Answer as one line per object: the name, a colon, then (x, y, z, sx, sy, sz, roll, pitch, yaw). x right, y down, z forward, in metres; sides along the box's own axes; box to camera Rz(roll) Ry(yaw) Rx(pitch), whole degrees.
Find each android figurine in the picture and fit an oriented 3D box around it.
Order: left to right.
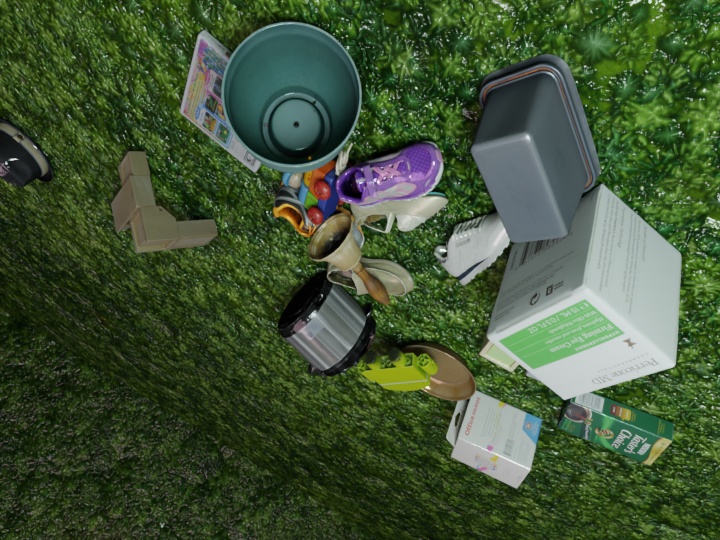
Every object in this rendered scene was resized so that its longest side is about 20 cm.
android figurine: (0.087, 0.226, 1.235, 0.176, 0.042, 0.200, -12, 147, 26)

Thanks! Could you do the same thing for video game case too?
video game case: (-0.229, -0.290, 0.976, 0.180, 0.024, 0.200, 38, 145, -7)

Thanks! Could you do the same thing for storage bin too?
storage bin: (0.213, -0.142, 0.718, 0.142, 0.136, 0.203, -5, 131, 40)

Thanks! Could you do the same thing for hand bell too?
hand bell: (0.000, 0.000, 1.031, 0.102, 0.106, 0.200, -7, 137, 41)

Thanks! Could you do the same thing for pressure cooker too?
pressure cooker: (-0.069, 0.134, 1.229, 0.200, 0.181, 0.174, 44, 140, -17)

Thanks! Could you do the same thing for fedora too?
fedora: (-0.911, -0.291, 1.433, 0.195, 0.093, 0.204, 21, 144, 16)

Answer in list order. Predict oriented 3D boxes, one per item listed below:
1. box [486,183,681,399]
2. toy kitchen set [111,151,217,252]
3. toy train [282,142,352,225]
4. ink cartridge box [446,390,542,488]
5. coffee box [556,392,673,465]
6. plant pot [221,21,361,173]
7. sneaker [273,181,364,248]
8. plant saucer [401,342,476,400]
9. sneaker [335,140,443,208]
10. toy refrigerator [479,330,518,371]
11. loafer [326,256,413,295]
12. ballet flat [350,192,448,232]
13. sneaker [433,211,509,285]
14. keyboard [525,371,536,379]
box: (0.321, 0.038, 0.794, 0.169, 0.203, 0.199, 35, 144, -10)
toy kitchen set: (-0.469, -0.146, 1.291, 0.161, 0.177, 0.207, -23, 79, 46)
toy train: (-0.073, -0.184, 0.945, 0.115, 0.085, 0.202, 40, 146, 11)
ink cartridge box: (0.306, 0.391, 1.295, 0.194, 0.130, 0.127, 21, 145, 15)
coffee box: (0.514, 0.317, 1.119, 0.194, 0.045, 0.125, 20, 143, 17)
plant pot: (-0.098, -0.236, 0.819, 0.196, 0.205, 0.134, 30, 173, 0)
sneaker: (-0.082, -0.092, 1.055, 0.196, 0.078, 0.079, 31, 144, -2)
plant saucer: (0.180, 0.227, 1.274, 0.194, 0.036, 0.204, 21, 143, 16)
sneaker: (0.037, -0.146, 0.864, 0.195, 0.087, 0.084, -13, 86, 39)
toy refrigerator: (0.293, 0.106, 1.012, 0.074, 0.071, 0.202, 27, 144, 6)
loafer: (0.014, 0.018, 1.119, 0.194, 0.069, 0.077, 14, 142, 23)
ballet flat: (0.062, -0.097, 0.942, 0.195, 0.070, 0.070, 6, 139, 40)
sneaker: (0.190, -0.050, 0.907, 0.080, 0.077, 0.201, 40, 144, 2)
keyboard: (0.377, 0.167, 1.076, 0.054, 0.011, 0.203, 18, 143, 11)
